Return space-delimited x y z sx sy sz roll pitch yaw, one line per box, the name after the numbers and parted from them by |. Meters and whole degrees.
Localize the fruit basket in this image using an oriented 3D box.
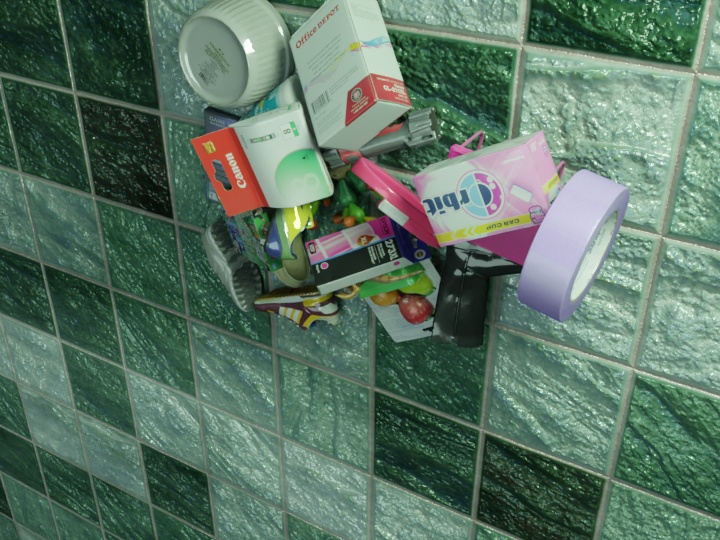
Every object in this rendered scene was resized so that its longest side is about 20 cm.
0.085 0.039 1.519 0.185 0.094 0.200 -17 121 41 | fruit basket

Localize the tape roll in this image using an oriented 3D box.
0.288 -0.032 1.123 0.066 0.200 0.200 29 130 22 | tape roll

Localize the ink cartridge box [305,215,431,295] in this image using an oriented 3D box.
0.012 -0.034 1.415 0.200 0.095 0.037 -18 147 0 | ink cartridge box

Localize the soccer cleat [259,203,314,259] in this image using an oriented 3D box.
-0.115 -0.114 1.480 0.084 0.065 0.201 18 91 -1 | soccer cleat

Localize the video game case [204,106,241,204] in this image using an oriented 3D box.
-0.245 -0.208 1.631 0.143 0.019 0.200 22 126 23 | video game case

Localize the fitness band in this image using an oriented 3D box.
0.067 -0.113 1.362 0.200 0.144 0.037 36 106 -23 | fitness band

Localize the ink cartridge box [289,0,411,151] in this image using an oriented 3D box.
-0.019 -0.313 1.312 0.146 0.083 0.200 -31 68 43 | ink cartridge box

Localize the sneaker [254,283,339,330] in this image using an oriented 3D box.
-0.133 0.083 1.689 0.200 0.075 0.090 -7 107 39 | sneaker

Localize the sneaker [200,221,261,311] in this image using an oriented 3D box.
-0.272 -0.008 1.748 0.082 0.075 0.200 -9 105 54 | sneaker

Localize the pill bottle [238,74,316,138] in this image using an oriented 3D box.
-0.146 -0.252 1.469 0.200 0.111 0.111 -29 98 40 | pill bottle

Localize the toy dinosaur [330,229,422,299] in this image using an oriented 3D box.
0.000 0.000 1.442 0.200 0.060 0.106 35 118 29 | toy dinosaur

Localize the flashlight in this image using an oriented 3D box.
0.033 -0.224 1.379 0.200 0.068 0.068 -14 110 25 | flashlight

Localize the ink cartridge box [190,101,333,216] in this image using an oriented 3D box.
-0.164 -0.174 1.392 0.200 0.050 0.161 -17 120 9 | ink cartridge box

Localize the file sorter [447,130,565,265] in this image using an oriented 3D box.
0.236 -0.113 1.278 0.200 0.125 0.139 26 127 19 | file sorter

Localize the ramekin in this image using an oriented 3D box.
-0.225 -0.378 1.455 0.200 0.105 0.201 17 125 26 | ramekin

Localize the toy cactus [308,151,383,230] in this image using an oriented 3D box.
-0.038 -0.147 1.484 0.200 0.102 0.165 -6 103 46 | toy cactus

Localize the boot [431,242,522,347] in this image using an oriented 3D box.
0.209 0.044 1.404 0.165 0.066 0.200 16 115 17 | boot

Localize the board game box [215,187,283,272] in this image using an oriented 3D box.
-0.215 -0.081 1.592 0.200 0.029 0.135 25 134 60 | board game box

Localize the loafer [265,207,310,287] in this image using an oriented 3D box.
-0.146 -0.059 1.611 0.068 0.076 0.200 -7 112 45 | loafer

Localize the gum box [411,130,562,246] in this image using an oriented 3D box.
0.178 -0.112 1.188 0.200 0.066 0.114 -13 106 37 | gum box
